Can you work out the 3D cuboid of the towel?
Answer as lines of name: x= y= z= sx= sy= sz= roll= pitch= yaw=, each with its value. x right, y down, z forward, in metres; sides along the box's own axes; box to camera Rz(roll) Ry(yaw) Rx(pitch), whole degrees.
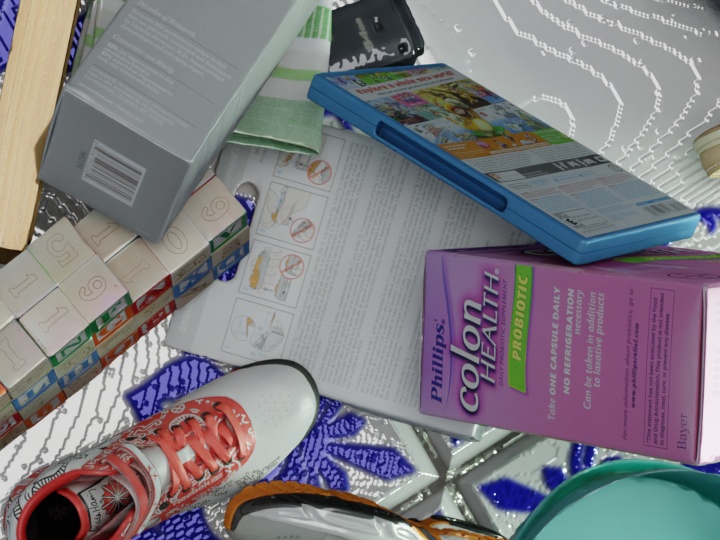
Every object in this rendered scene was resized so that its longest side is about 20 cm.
towel: x=-0.088 y=-0.175 z=1.323 sx=0.151 sy=0.023 sz=0.202 roll=9 pitch=68 yaw=-9

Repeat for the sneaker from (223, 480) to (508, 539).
sneaker: x=0.008 y=0.185 z=1.302 sx=0.198 sy=0.076 sz=0.093 roll=17 pitch=91 yaw=-21

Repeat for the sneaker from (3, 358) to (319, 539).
sneaker: x=-0.111 y=0.115 z=1.265 sx=0.200 sy=0.108 sz=0.068 roll=-24 pitch=94 yaw=-4

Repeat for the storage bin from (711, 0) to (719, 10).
storage bin: x=0.311 y=-0.209 z=1.378 sx=0.200 sy=0.145 sz=0.135 roll=-44 pitch=104 yaw=-11

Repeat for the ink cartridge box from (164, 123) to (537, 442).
ink cartridge box: x=0.000 y=0.000 z=1.351 sx=0.198 sy=0.057 sz=0.164 roll=15 pitch=82 yaw=12

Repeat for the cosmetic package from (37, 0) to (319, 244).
cosmetic package: x=-0.089 y=-0.127 z=1.229 sx=0.090 sy=0.107 sz=0.201 roll=29 pitch=59 yaw=-1

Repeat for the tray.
tray: x=-0.191 y=-0.107 z=1.285 sx=0.037 sy=0.099 sz=0.202 roll=13 pitch=83 yaw=-9

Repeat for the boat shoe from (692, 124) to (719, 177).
boat shoe: x=0.308 y=-0.068 z=1.391 sx=0.198 sy=0.074 sz=0.070 roll=-5 pitch=80 yaw=-12

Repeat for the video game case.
video game case: x=0.084 y=-0.066 z=1.278 sx=0.199 sy=0.143 sz=0.018 roll=34 pitch=115 yaw=27

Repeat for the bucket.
bucket: x=0.160 y=0.200 z=1.191 sx=0.205 sy=0.135 sz=0.210 roll=0 pitch=90 yaw=-5

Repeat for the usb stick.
usb stick: x=-0.059 y=-0.118 z=1.341 sx=0.198 sy=0.033 sz=0.056 roll=-20 pitch=61 yaw=-12

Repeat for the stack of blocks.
stack of blocks: x=-0.158 y=0.014 z=1.267 sx=0.200 sy=0.115 sz=0.059 roll=-39 pitch=80 yaw=-11

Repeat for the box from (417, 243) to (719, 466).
box: x=0.164 y=0.040 z=1.253 sx=0.175 sy=0.199 sz=0.098 roll=-4 pitch=97 yaw=-45
